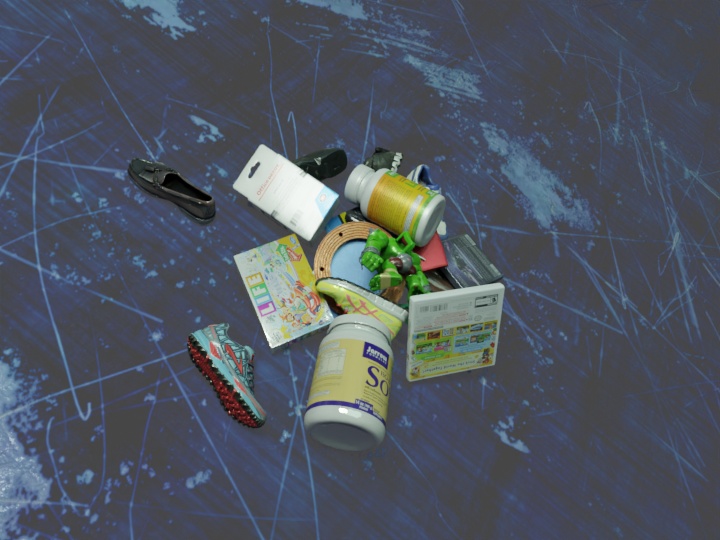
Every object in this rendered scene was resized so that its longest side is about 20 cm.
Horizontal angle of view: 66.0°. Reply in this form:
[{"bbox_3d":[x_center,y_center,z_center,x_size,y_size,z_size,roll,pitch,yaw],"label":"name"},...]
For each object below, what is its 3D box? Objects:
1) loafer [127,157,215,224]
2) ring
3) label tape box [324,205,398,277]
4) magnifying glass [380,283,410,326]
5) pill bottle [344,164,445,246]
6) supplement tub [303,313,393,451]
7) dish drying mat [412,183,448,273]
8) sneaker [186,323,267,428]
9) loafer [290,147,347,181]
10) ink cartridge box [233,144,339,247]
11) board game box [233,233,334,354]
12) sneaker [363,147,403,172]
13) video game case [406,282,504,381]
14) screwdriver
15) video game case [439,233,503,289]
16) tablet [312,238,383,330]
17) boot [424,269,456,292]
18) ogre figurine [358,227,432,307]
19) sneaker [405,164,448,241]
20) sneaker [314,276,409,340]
[{"bbox_3d":[-0.371,-0.172,1.105,0.197,0.063,0.073,33,50,-3],"label":"loafer"},{"bbox_3d":[0.000,0.000,1.131,0.195,0.019,0.206,3,77,-12],"label":"ring"},{"bbox_3d":[0.027,-0.072,1.226,0.196,0.064,0.146,-24,70,-16],"label":"label tape box"},{"bbox_3d":[0.105,0.095,1.191,0.078,0.022,0.203,-13,66,-32],"label":"magnifying glass"},{"bbox_3d":[0.068,-0.142,1.156,0.197,0.113,0.111,29,49,19],"label":"pill bottle"},{"bbox_3d":[-0.015,0.197,0.986,0.142,0.146,0.204,20,53,-12],"label":"supplement tub"},{"bbox_3d":[0.125,-0.092,1.204,0.075,0.018,0.205,-12,69,-9],"label":"dish drying mat"},{"bbox_3d":[-0.209,0.171,0.952,0.095,0.080,0.201,-28,75,-38],"label":"sneaker"},{"bbox_3d":[-0.125,-0.228,1.272,0.197,0.075,0.072,-26,33,-29],"label":"loafer"},{"bbox_3d":[-0.153,-0.156,1.163,0.198,0.068,0.117,34,83,4],"label":"ink cartridge box"},{"bbox_3d":[-0.149,0.041,1.073,0.132,0.034,0.203,-21,69,-18],"label":"board game box"},{"bbox_3d":[0.043,-0.231,1.348,0.089,0.067,0.203,24,48,-6],"label":"sneaker"},{"bbox_3d":[0.186,0.123,1.100,0.195,0.187,0.023,-8,26,-16],"label":"video game case"},{"bbox_3d":[0.054,-0.075,1.174,0.196,0.030,0.028,26,29,11],"label":"screwdriver"},{"bbox_3d":[0.245,-0.017,1.295,0.198,0.019,0.144,-17,64,-50],"label":"video game case"},{"bbox_3d":[-0.023,0.021,1.137,0.200,0.014,0.130,-43,89,-18],"label":"tablet"},{"bbox_3d":[0.178,0.067,1.216,0.198,0.065,0.187,36,38,-5],"label":"boot"},{"bbox_3d":[0.074,-0.009,1.077,0.195,0.099,0.122,14,43,-20],"label":"ogre figurine"},{"bbox_3d":[0.164,-0.162,1.345,0.074,0.088,0.204,-10,66,-32],"label":"sneaker"},{"bbox_3d":[-0.004,0.078,1.061,0.196,0.078,0.092,27,90,-11],"label":"sneaker"}]
